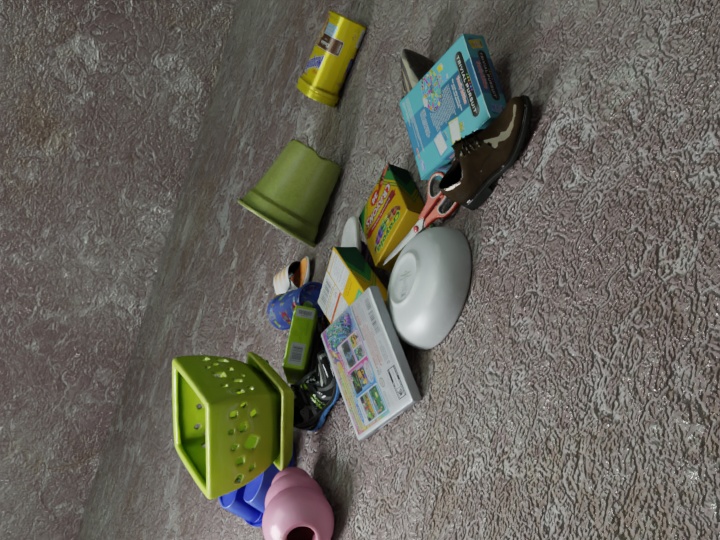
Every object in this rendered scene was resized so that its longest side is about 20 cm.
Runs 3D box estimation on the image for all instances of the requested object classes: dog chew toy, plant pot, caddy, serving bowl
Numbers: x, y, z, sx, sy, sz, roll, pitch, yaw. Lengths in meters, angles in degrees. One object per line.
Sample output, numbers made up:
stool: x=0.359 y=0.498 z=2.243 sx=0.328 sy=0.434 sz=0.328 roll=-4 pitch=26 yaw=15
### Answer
dog chew toy: x=-0.113 y=0.414 z=1.566 sx=0.200 sy=0.124 sz=0.125 roll=-117 pitch=49 yaw=-70
plant pot: x=-0.141 y=-0.180 z=1.974 sx=0.185 sy=0.199 sz=0.200 roll=-60 pitch=24 yaw=2
caddy: x=-0.200 y=0.405 z=1.785 sx=0.141 sy=0.105 sz=0.201 roll=-23 pitch=49 yaw=34
serving bowl: x=0.095 y=0.021 z=1.423 sx=0.200 sy=0.065 sz=0.202 roll=-46 pitch=36 yaw=48
plant pot: x=-0.231 y=0.270 z=1.651 sx=0.199 sy=0.180 sz=0.202 roll=35 pitch=128 yaw=54

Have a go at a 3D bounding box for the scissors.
scissors: x=0.104 y=-0.073 z=1.481 sx=0.073 sy=0.014 sz=0.201 roll=42 pitch=112 yaw=31

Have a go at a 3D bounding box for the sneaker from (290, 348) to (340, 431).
sneaker: x=-0.091 y=0.227 z=1.656 sx=0.071 sy=0.082 sz=0.201 roll=-111 pitch=35 yaw=-45

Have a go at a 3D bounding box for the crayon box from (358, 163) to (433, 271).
crayon box: x=0.061 y=-0.087 z=1.594 sx=0.128 sy=0.050 sz=0.201 roll=-61 pitch=26 yaw=26

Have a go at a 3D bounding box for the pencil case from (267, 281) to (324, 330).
pencil case: x=-0.128 y=0.073 z=1.877 sx=0.087 sy=0.078 sz=0.200 roll=-49 pitch=12 yaw=-25

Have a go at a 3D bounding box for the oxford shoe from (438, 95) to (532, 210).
oxford shoe: x=0.184 y=-0.180 z=1.337 sx=0.201 sy=0.084 sz=0.073 roll=-57 pitch=26 yaw=29

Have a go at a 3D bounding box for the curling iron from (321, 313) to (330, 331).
curling iron: x=-0.052 y=0.148 z=1.717 sx=0.050 sy=0.025 sz=0.201 roll=-57 pitch=28 yaw=37

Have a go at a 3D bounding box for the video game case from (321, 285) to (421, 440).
video game case: x=0.012 y=0.155 z=1.477 sx=0.182 sy=0.024 sz=0.201 roll=-45 pitch=59 yaw=48

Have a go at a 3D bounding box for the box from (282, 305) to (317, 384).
box: x=-0.117 y=0.154 z=1.763 sx=0.200 sy=0.047 sz=0.123 roll=96 pitch=-175 yaw=-73

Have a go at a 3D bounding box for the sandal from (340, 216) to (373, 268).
sandal: x=-0.003 y=0.001 z=1.683 sx=0.082 sy=0.049 sz=0.205 roll=163 pitch=107 yaw=-65

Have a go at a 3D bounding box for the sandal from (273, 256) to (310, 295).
sandal: x=-0.175 y=0.044 z=2.027 sx=0.207 sy=0.059 sz=0.080 roll=-52 pitch=31 yaw=41

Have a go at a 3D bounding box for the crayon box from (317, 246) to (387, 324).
crayon box: x=-0.005 y=0.065 z=1.575 sx=0.200 sy=0.051 sz=0.127 roll=56 pitch=137 yaw=46

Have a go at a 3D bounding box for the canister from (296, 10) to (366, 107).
canister: x=-0.069 y=-0.507 z=2.139 sx=0.201 sy=0.086 sz=0.149 roll=-65 pitch=24 yaw=14

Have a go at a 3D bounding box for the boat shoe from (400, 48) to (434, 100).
boat shoe: x=0.100 y=-0.339 z=1.649 sx=0.074 sy=0.074 sz=0.201 roll=-57 pitch=27 yaw=33

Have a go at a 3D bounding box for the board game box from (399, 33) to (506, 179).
board game box: x=0.149 y=-0.262 z=1.460 sx=0.200 sy=0.047 sz=0.152 roll=-39 pitch=60 yaw=52
